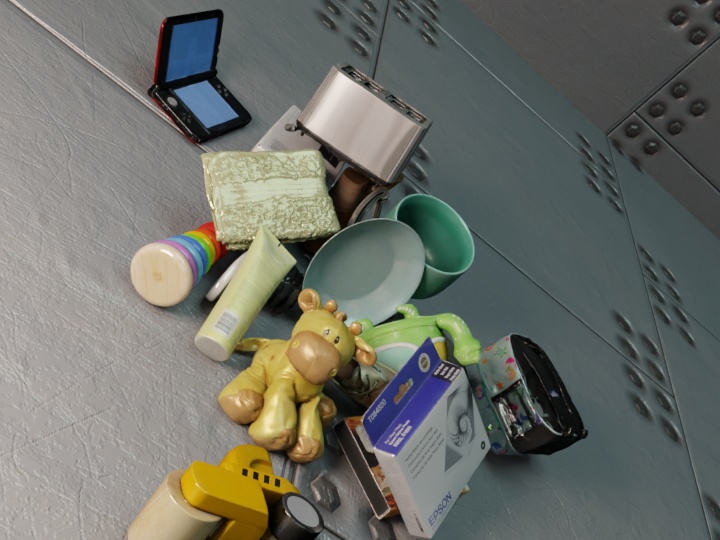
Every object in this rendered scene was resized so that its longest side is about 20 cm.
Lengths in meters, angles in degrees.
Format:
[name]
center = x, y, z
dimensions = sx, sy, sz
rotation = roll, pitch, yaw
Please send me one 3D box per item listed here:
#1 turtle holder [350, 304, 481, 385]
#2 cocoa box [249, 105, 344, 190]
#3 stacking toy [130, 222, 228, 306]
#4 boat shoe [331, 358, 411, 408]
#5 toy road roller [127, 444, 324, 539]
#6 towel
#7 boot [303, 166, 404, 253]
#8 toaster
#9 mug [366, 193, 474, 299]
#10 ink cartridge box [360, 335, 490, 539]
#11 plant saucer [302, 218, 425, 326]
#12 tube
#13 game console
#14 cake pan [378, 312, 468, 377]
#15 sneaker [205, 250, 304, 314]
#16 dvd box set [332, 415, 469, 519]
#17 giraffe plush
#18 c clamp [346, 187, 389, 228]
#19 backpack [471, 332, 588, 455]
[turtle holder]
center = 0.079, 0.131, 1.467
dimensions = 0.185, 0.141, 0.132
rotation = -10, 72, -9
[cocoa box]
center = -0.125, -0.150, 1.572
dimensions = 0.133, 0.131, 0.200
rotation = 42, 29, -10
[stacking toy]
center = -0.232, -0.023, 1.332
dimensions = 0.085, 0.085, 0.200
rotation = 46, 24, -3
[boat shoe]
center = -0.001, 0.154, 1.384
dimensions = 0.200, 0.072, 0.065
rotation = 41, 21, 3
[toy road roller]
center = -0.151, 0.256, 1.056
dimensions = 0.200, 0.123, 0.146
rotation = 26, 20, -35
[towel]
center = -0.127, -0.106, 1.406
dimensions = 0.199, 0.036, 0.149
rotation = -6, 74, -32
[boot]
center = -0.016, -0.112, 1.650
dimensions = 0.074, 0.155, 0.200
rotation = 42, 30, 16
[toaster]
center = 0.005, -0.228, 1.526
dimensions = 0.180, 0.119, 0.200
rotation = 34, 17, 1
[mug]
center = 0.078, -0.039, 1.581
dimensions = 0.185, 0.114, 0.152
rotation = 36, 46, -9
[ink cartridge box]
center = 0.096, 0.225, 1.342
dimensions = 0.200, 0.040, 0.201
rotation = -46, 122, -42
[plant saucer]
center = 0.000, 0.000, 1.464
dimensions = 0.201, 0.201, 0.039
rotation = 22, 21, -39
[tube]
center = -0.153, 0.032, 1.317
dimensions = 0.052, 0.058, 0.200
rotation = 20, 54, 13
[game console]
center = -0.252, -0.325, 1.631
dimensions = 0.172, 0.119, 0.200
rotation = 48, 29, 1
[cake pan]
center = 0.106, 0.148, 1.617
dimensions = 0.200, 0.037, 0.201
rotation = 34, 31, -24
[sneaker]
center = -0.140, 0.023, 1.402
dimensions = 0.099, 0.071, 0.200
rotation = 50, 29, 0
[dvd box set]
center = 0.062, 0.273, 1.408
dimensions = 0.200, 0.029, 0.147
rotation = 5, 50, -51
[giraffe plush]
center = -0.069, 0.124, 1.275
dimensions = 0.172, 0.162, 0.200
rotation = 30, 33, -28
[c clamp]
center = 0.008, -0.064, 1.612
dimensions = 0.027, 0.200, 0.171
rotation = 32, 54, 15
[backpack]
center = 0.270, 0.211, 1.641
dimensions = 0.177, 0.150, 0.201
rotation = 16, 50, -56
